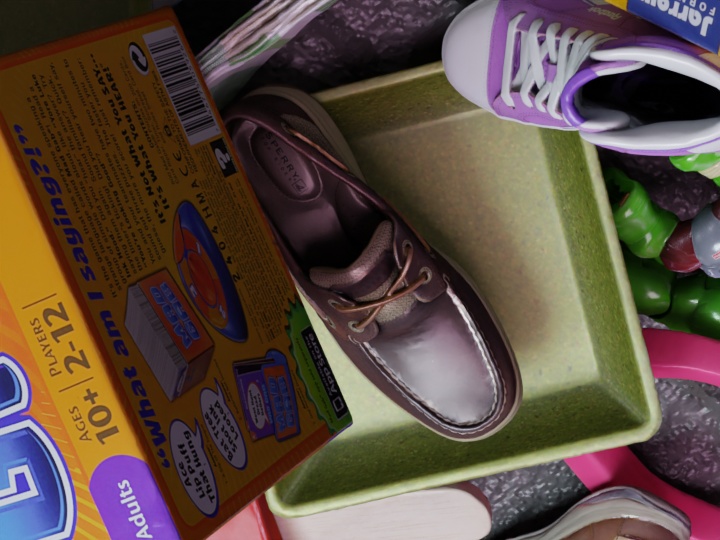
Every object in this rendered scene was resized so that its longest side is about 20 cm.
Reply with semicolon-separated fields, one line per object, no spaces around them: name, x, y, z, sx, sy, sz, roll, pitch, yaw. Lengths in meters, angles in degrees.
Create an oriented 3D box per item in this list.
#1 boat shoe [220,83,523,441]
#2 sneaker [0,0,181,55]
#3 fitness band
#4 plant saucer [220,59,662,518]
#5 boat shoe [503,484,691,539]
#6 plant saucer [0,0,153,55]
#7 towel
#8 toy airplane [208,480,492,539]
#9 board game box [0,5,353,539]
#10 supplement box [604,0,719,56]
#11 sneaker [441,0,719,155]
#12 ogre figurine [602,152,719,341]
boat shoe;0.000;0.000;1.309;0.072;0.072;0.200;-35;90;12
sneaker;-0.145;-0.102;1.320;0.200;0.074;0.082;-28;145;17
fitness band;0.177;0.094;1.452;0.143;0.037;0.200;-1;146;34
plant saucer;0.031;0.002;1.366;0.200;0.048;0.200;-13;95;11
boat shoe;0.102;0.185;1.514;0.076;0.072;0.200;24;142;-17
plant saucer;-0.181;-0.125;1.260;0.199;0.031;0.201;1;94;16
towel;-0.017;-0.123;1.258;0.200;0.153;0.023;-39;91;22
toy airplane;-0.059;0.150;1.477;0.200;0.141;0.199;34;99;5
board game box;-0.156;0.030;1.147;0.200;0.200;0.200;-22;93;21
supplement box;0.169;-0.205;1.177;0.109;0.109;0.200;-14;123;-41
sneaker;0.099;-0.091;1.232;0.200;0.114;0.073;9;102;38
ogre figurine;0.183;-0.020;1.372;0.120;0.098;0.200;40;111;-20
